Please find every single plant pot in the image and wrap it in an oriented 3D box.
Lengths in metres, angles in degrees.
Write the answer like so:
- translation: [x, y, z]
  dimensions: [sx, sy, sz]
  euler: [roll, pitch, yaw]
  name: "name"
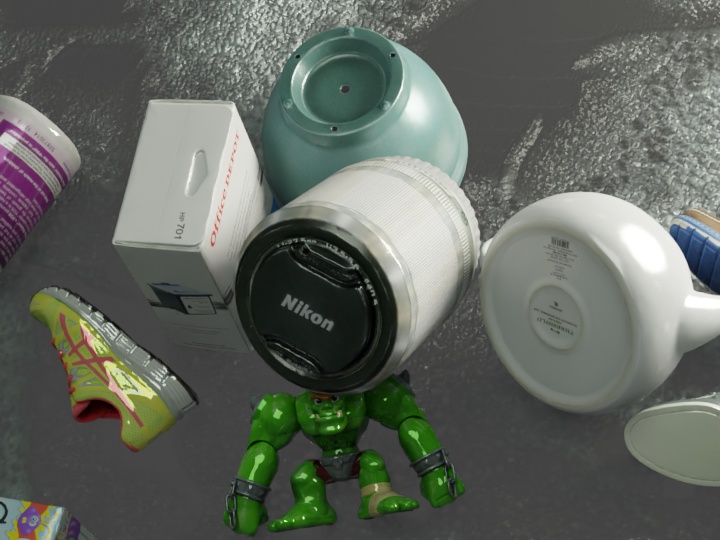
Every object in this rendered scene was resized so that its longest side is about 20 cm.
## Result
- translation: [-0.006, -0.141, 1.417]
  dimensions: [0.198, 0.134, 0.202]
  euler: [-5, 61, 9]
  name: "plant pot"

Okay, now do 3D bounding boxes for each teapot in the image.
- translation: [0.204, 0.017, 1.284]
  dimensions: [0.145, 0.197, 0.201]
  euler: [-23, 76, -42]
  name: "teapot"

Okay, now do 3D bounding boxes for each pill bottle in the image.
- translation: [-0.369, -0.061, 1.466]
  dimensions: [0.112, 0.113, 0.201]
  euler: [25, 70, 23]
  name: "pill bottle"

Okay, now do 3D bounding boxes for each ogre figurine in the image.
- translation: [-0.022, 0.154, 1.292]
  dimensions: [0.198, 0.098, 0.121]
  euler: [-14, 77, 22]
  name: "ogre figurine"

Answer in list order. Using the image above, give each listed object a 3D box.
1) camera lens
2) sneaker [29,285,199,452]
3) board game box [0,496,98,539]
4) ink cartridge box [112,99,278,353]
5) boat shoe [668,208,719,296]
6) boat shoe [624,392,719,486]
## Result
- translation: [0.000, 0.000, 1.268]
  dimensions: [0.159, 0.161, 0.200]
  euler: [17, 26, 20]
  name: "camera lens"
- translation: [-0.243, 0.089, 1.381]
  dimensions: [0.199, 0.078, 0.091]
  euler: [35, 81, 28]
  name: "sneaker"
- translation: [-0.340, 0.251, 1.299]
  dimensions: [0.198, 0.105, 0.104]
  euler: [7, 64, 15]
  name: "board game box"
- translation: [-0.139, -0.037, 1.352]
  dimensions: [0.085, 0.200, 0.148]
  euler: [4, 63, 14]
  name: "ink cartridge box"
- translation: [0.360, 0.002, 1.305]
  dimensions: [0.199, 0.072, 0.072]
  euler: [36, 70, 16]
  name: "boat shoe"
- translation: [0.320, 0.132, 1.256]
  dimensions: [0.198, 0.074, 0.062]
  euler: [-3, 18, 18]
  name: "boat shoe"
